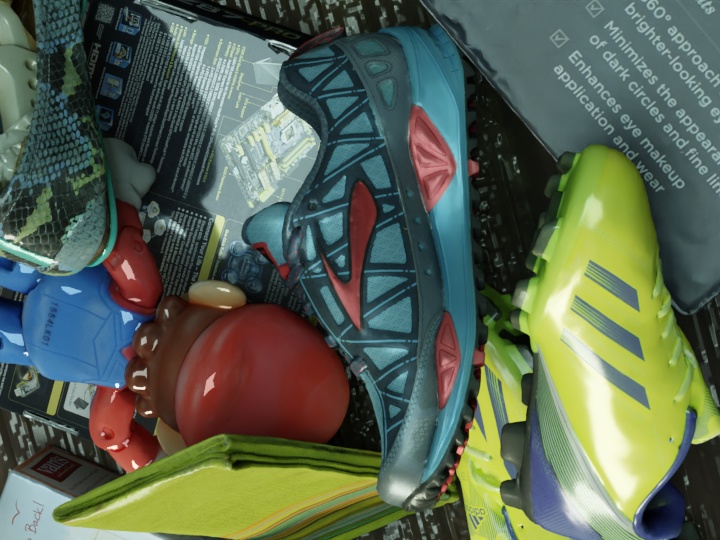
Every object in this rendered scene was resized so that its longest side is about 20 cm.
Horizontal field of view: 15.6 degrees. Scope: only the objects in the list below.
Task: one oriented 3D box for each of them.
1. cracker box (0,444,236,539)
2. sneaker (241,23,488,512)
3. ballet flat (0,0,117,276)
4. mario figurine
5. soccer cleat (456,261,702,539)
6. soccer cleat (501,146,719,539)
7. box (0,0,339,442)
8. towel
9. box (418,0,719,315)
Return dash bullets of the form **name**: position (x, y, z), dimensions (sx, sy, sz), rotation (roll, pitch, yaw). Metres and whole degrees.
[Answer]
- **cracker box**: position (-0.082, 0.180, 1.183), dimensions (0.200, 0.058, 0.134), rotation (23, 104, 7)
- **sneaker**: position (0.000, 0.000, 1.058), dimensions (0.095, 0.079, 0.200), rotation (-1, 73, -3)
- **ballet flat**: position (-0.145, -0.092, 1.072), dimensions (0.074, 0.074, 0.200), rotation (-24, 59, 16)
- **mario figurine**: position (-0.094, 0.025, 1.112), dimensions (0.200, 0.106, 0.123), rotation (21, 146, 16)
- **soccer cleat**: position (0.065, 0.077, 1.127), dimensions (0.084, 0.065, 0.200), rotation (-36, 91, 19)
- **soccer cleat**: position (0.101, 0.031, 1.005), dimensions (0.084, 0.065, 0.200), rotation (13, 137, 12)
- **box**: position (-0.078, -0.016, 1.151), dimensions (0.161, 0.049, 0.200), rotation (19, 104, 11)
- **towel**: position (-0.037, 0.096, 1.087), dimensions (0.086, 0.200, 0.018), rotation (-26, 71, 22)
- **box**: position (0.146, -0.125, 1.043), dimensions (0.200, 0.117, 0.197), rotation (-40, 90, 17)
